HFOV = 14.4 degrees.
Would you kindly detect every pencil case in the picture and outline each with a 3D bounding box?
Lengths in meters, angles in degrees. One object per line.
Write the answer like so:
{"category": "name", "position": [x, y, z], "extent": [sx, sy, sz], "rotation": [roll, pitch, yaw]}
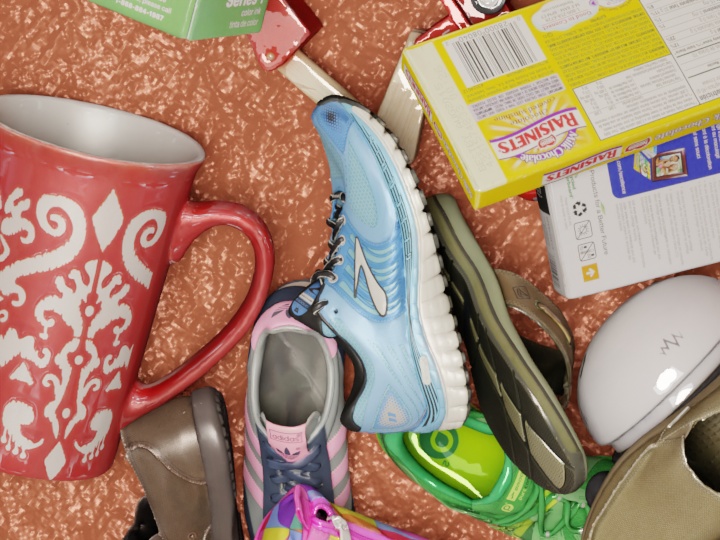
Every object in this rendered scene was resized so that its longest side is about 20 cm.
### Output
{"category": "pencil case", "position": [0.029, 0.193, 1.647], "extent": [0.200, 0.088, 0.088], "rotation": [24, 102, -20]}

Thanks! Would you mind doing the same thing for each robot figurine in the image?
{"category": "robot figurine", "position": [0.214, 0.095, 1.617], "extent": [0.200, 0.150, 0.125], "rotation": [44, 126, -1]}

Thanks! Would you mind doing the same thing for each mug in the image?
{"category": "mug", "position": [-0.159, 0.018, 1.650], "extent": [0.177, 0.133, 0.200], "rotation": [22, 106, 26]}

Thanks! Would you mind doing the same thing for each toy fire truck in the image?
{"category": "toy fire truck", "position": [0.037, -0.110, 1.647], "extent": [0.141, 0.049, 0.200], "rotation": [-34, 93, 12]}

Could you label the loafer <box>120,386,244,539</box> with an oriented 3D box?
{"category": "loafer", "position": [-0.105, 0.157, 1.675], "extent": [0.071, 0.073, 0.200], "rotation": [-6, 118, -2]}

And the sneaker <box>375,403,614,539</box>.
{"category": "sneaker", "position": [0.097, 0.130, 1.657], "extent": [0.200, 0.084, 0.074], "rotation": [22, 101, 4]}

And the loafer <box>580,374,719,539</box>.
{"category": "loafer", "position": [0.183, 0.110, 1.525], "extent": [0.076, 0.067, 0.200], "rotation": [37, 113, 3]}

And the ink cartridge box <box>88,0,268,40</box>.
{"category": "ink cartridge box", "position": [-0.107, -0.244, 1.556], "extent": [0.145, 0.084, 0.200], "rotation": [23, 108, 26]}

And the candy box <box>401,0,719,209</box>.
{"category": "candy box", "position": [0.133, -0.110, 1.583], "extent": [0.200, 0.026, 0.102], "rotation": [-19, 65, -14]}

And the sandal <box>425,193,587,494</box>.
{"category": "sandal", "position": [0.089, 0.033, 1.615], "extent": [0.057, 0.080, 0.201], "rotation": [-14, 59, -13]}

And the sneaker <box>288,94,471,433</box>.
{"category": "sneaker", "position": [0.000, 0.000, 1.601], "extent": [0.090, 0.078, 0.200], "rotation": [-14, 91, -3]}

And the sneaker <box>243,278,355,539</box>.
{"category": "sneaker", "position": [-0.041, 0.110, 1.675], "extent": [0.070, 0.082, 0.200], "rotation": [-3, 98, 8]}

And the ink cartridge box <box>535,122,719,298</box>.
{"category": "ink cartridge box", "position": [0.198, -0.054, 1.617], "extent": [0.200, 0.037, 0.095], "rotation": [-13, 104, -8]}
